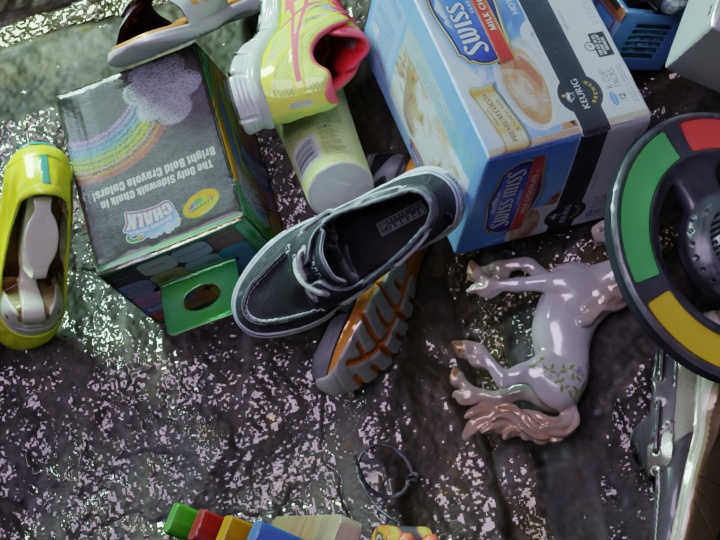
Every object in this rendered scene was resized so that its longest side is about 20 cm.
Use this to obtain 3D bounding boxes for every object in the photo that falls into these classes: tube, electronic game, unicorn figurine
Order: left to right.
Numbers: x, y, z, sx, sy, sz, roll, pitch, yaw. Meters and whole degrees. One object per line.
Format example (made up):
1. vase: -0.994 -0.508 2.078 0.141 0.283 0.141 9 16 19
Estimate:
1. tube: -0.034 -0.114 1.730 0.058 0.052 0.200 4 34 -19
2. unicorn figurine: 0.141 0.031 1.644 0.137 0.074 0.201 9 89 11
3. electronic game: 0.256 -0.015 1.576 0.199 0.042 0.201 9 68 -23

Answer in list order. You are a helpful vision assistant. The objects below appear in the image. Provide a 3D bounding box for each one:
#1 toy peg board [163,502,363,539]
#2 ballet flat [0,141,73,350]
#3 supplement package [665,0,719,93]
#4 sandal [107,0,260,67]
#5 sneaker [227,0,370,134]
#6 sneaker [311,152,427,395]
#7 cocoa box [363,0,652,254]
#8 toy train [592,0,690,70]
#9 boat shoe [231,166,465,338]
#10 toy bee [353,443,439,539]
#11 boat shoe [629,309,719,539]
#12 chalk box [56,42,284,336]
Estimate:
1. toy peg board: -0.100 0.250 1.558 0.098 0.199 0.200 23 78 -11
2. ballet flat: -0.248 -0.002 1.714 0.067 0.200 0.067 -3 39 -19
3. supplement package: 0.332 -0.164 1.576 0.200 0.117 0.118 23 79 -5
4. sandal: -0.135 -0.206 1.744 0.079 0.207 0.059 -17 100 30
5. sneaker: -0.031 -0.173 1.710 0.090 0.078 0.200 -6 41 21
6. sneaker: 0.000 0.000 1.695 0.077 0.078 0.200 12 65 21
7. cocoa box: 0.100 -0.138 1.650 0.131 0.133 0.200 -15 63 -18
8. toy train: 0.179 -0.243 1.699 0.200 0.087 0.114 59 134 34
9. boat shoe: -0.018 -0.007 1.600 0.200 0.068 0.072 -27 90 25
10. toy bee: 0.020 0.220 1.578 0.131 0.109 0.200 -18 82 -18
11. boat shoe: 0.220 0.121 1.583 0.065 0.072 0.201 2 69 24
12. chalk box: -0.135 -0.045 1.726 0.124 0.124 0.200 -20 68 10
